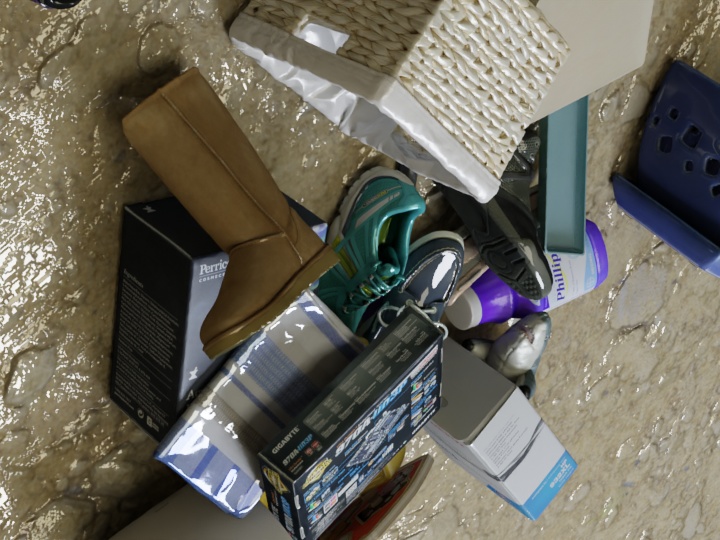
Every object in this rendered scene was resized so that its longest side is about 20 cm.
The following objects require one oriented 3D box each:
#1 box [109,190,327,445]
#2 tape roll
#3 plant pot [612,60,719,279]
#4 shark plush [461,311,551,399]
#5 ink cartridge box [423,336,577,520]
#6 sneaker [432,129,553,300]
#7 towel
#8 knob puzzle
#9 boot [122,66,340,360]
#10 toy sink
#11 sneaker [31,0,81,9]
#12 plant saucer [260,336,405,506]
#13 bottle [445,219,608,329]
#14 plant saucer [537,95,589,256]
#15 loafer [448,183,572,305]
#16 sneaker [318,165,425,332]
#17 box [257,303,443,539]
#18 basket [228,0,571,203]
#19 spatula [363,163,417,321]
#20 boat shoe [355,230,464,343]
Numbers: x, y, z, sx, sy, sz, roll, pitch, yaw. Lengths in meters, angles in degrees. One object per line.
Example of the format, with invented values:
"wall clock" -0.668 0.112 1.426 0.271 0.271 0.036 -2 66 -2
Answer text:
"box" -0.127 0.037 1.484 0.148 0.107 0.201 -16 126 -38
"tape roll" -0.138 0.308 1.586 0.139 0.202 0.203 -34 136 -23
"plant pot" 0.414 -0.092 1.879 0.200 0.200 0.180 20 107 -51
"shark plush" 0.184 0.098 1.826 0.083 0.091 0.200 -50 154 -4
"ink cartridge box" 0.128 0.162 1.797 0.084 0.145 0.200 -49 140 -8
"sneaker" 0.151 -0.073 1.668 0.114 0.076 0.200 -38 100 -27
"towel" -0.080 0.117 1.484 0.200 0.024 0.147 -49 140 -8
"knob puzzle" -0.007 0.252 1.729 0.219 0.030 0.220 -41 -176 4
"boot" -0.125 -0.046 1.348 0.066 0.200 0.175 -35 -175 38
"toy sink" 0.176 -0.240 1.590 0.200 0.112 0.131 -30 135 -39
"sneaker" -0.170 -0.256 1.252 0.200 0.087 0.076 -41 138 -18
"plant saucer" -0.054 0.180 1.654 0.199 0.049 0.201 -26 136 -6
"bottle" 0.176 0.008 1.796 0.199 0.065 0.084 -22 104 -34
"plant saucer" 0.206 -0.117 1.724 0.070 0.019 0.201 3 89 -47
"loafer" 0.144 -0.029 1.733 0.199 0.063 0.072 -29 169 -24
"sneaker" 0.000 0.000 1.608 0.077 0.080 0.201 5 113 -46
"box" -0.004 0.145 1.533 0.200 0.046 0.159 -44 158 -20
"basket" 0.036 -0.192 1.425 0.200 0.198 0.161 34 86 -50
"spatula" 0.038 -0.030 1.667 0.056 0.021 0.201 2 114 -9
"boat shoe" 0.045 0.047 1.654 0.075 0.062 0.200 20 125 -25
